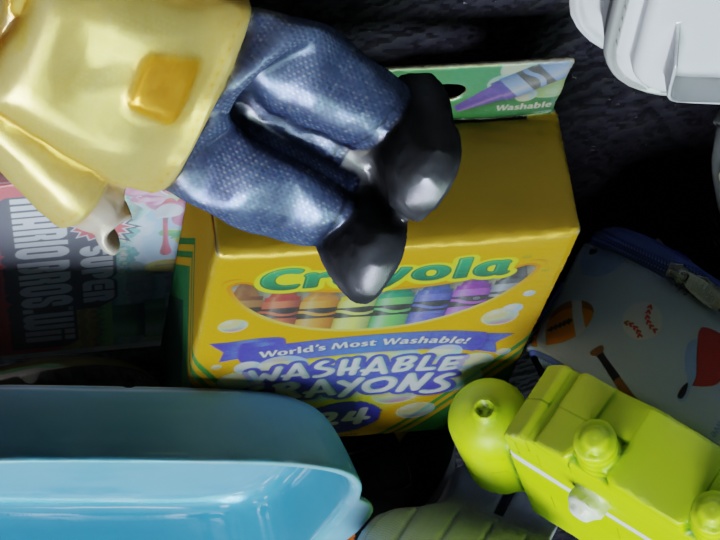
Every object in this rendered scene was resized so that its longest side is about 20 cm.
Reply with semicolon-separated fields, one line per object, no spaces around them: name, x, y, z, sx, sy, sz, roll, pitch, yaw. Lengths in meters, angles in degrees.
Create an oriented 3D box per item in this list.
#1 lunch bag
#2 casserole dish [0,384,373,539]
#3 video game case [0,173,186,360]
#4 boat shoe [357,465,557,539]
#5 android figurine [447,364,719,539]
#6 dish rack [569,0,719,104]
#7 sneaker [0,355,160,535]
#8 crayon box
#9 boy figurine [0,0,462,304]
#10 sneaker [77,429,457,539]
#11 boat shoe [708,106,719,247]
lunch bag;0.139;0.054;0.986;0.160;0.076;0.200;32;172;15
casserole dish;-0.094;0.077;0.932;0.199;0.039;0.121;3;153;-20
video game case;-0.074;-0.008;0.942;0.199;0.018;0.143;-6;154;-7
boat shoe;0.038;0.131;0.996;0.072;0.071;0.200;21;-169;14
android figurine;0.113;0.094;0.921;0.182;0.041;0.200;32;171;16
dish rack;0.169;-0.099;0.755;0.199;0.044;0.172;2;146;-4
sneaker;-0.177;0.062;0.998;0.199;0.089;0.077;-13;124;-7
crayon box;0.000;0.000;0.903;0.125;0.052;0.200;-4;153;-11
boy figurine;-0.066;-0.064;0.753;0.200;0.065;0.124;24;115;-28
sneaker;-0.038;0.091;1.052;0.200;0.090;0.070;-35;-149;-32
boat shoe;0.167;-0.019;0.966;0.067;0.072;0.200;25;169;17
